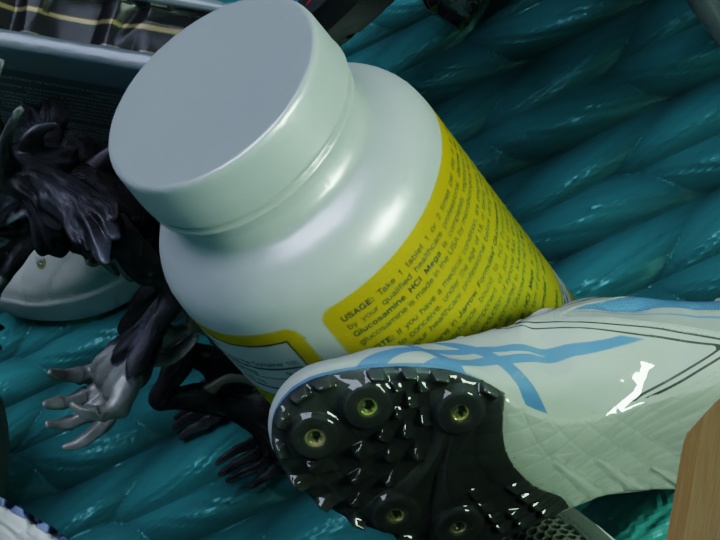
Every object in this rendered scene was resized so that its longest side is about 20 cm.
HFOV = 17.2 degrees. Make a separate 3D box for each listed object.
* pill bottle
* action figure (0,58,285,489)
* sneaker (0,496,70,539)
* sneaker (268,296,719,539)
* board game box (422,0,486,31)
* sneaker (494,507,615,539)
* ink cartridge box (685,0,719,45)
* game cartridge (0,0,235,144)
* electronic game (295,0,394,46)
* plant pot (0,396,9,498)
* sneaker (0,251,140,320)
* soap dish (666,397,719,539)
[{"bbox_3d":[0.000,0.000,0.849,0.112,0.200,0.113,-22,42,21],"label":"pill bottle"},{"bbox_3d":[-0.100,0.013,0.920,0.102,0.200,0.119,-43,38,0],"label":"action figure"},{"bbox_3d":[-0.121,0.149,0.910,0.199,0.077,0.085,21,72,49],"label":"sneaker"},{"bbox_3d":[0.058,0.044,0.802,0.198,0.072,0.073,-3,31,-24],"label":"sneaker"},{"bbox_3d":[0.069,-0.219,1.054,0.200,0.061,0.201,-53,30,28],"label":"board game box"},{"bbox_3d":[0.063,0.130,0.761,0.077,0.091,0.201,-33,39,7],"label":"sneaker"},{"bbox_3d":[0.197,-0.178,0.902,0.199,0.145,0.084,-34,38,8],"label":"ink cartridge box"},{"bbox_3d":[-0.098,-0.073,0.944,0.198,0.134,0.041,11,69,13],"label":"game cartridge"},{"bbox_3d":[0.014,-0.164,0.956,0.200,0.042,0.200,-48,17,19],"label":"electronic game"},{"bbox_3d":[-0.259,0.078,1.016,0.182,0.201,0.201,10,58,25],"label":"plant pot"},{"bbox_3d":[-0.104,-0.038,1.068,0.199,0.085,0.073,-17,45,28],"label":"sneaker"},{"bbox_3d":[0.156,0.119,0.591,0.081,0.199,0.159,-3,75,64],"label":"soap dish"}]
